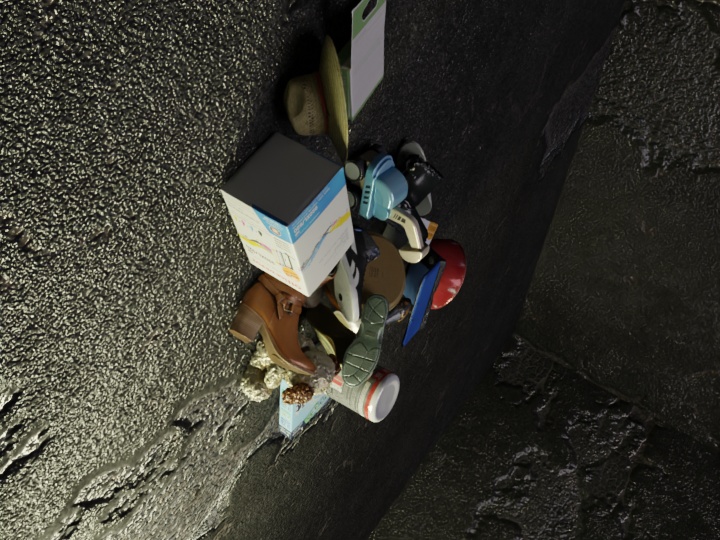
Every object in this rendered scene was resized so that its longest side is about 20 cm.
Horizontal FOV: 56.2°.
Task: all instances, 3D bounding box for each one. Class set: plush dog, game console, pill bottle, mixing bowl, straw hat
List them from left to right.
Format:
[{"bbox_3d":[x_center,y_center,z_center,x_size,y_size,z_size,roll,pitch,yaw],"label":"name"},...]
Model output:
[{"bbox_3d":[-0.127,0.187,1.375,0.199,0.170,0.162,-36,146,-45],"label":"plush dog"},{"bbox_3d":[-0.078,-0.263,1.074,0.084,0.203,0.203,-10,141,-8],"label":"straw hat"},{"bbox_3d":[-0.019,0.250,1.535,0.116,0.198,0.117,-40,142,-40],"label":"pill bottle"},{"bbox_3d":[0.121,0.050,1.627,0.117,0.171,0.203,-5,124,-34],"label":"game console"},{"bbox_3d":[0.182,-0.007,1.848,0.107,0.200,0.203,20,99,-33],"label":"mixing bowl"}]

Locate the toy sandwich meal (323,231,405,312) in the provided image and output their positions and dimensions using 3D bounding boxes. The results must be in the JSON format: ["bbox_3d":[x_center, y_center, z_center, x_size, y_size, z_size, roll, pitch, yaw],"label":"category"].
[{"bbox_3d":[0.009,0.013,1.495,0.206,0.206,0.070,-48,-166,-29],"label":"toy sandwich meal"}]

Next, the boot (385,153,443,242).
[{"bbox_3d":[0.129,-0.164,1.554,0.197,0.074,0.163,31,106,-36],"label":"boot"}]

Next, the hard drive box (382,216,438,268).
[{"bbox_3d":[0.106,-0.052,1.734,0.203,0.076,0.155,-65,157,8],"label":"hard drive box"}]

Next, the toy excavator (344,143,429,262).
[{"bbox_3d":[0.061,-0.133,1.384,0.100,0.198,0.197,-37,147,-44],"label":"toy excavator"}]

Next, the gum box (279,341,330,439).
[{"bbox_3d":[-0.129,0.288,1.651,0.170,0.044,0.202,-41,149,-41],"label":"gum box"}]

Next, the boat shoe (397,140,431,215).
[{"bbox_3d":[0.128,-0.227,1.600,0.072,0.069,0.203,-88,165,-49],"label":"boat shoe"}]

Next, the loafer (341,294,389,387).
[{"bbox_3d":[0.018,0.149,1.423,0.063,0.071,0.203,5,105,-79],"label":"loafer"}]

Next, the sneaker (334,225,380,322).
[{"bbox_3d":[0.000,0.000,1.408,0.110,0.204,0.073,-10,174,-31],"label":"sneaker"}]

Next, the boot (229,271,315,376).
[{"bbox_3d":[-0.133,0.094,1.272,0.199,0.073,0.156,39,68,-24],"label":"boot"}]

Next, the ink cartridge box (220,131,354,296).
[{"bbox_3d":[-0.113,-0.089,1.125,0.145,0.146,0.201,-51,155,-24],"label":"ink cartridge box"}]

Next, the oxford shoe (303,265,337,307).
[{"bbox_3d":[-0.088,0.010,1.385,0.070,0.074,0.202,-42,150,-38],"label":"oxford shoe"}]

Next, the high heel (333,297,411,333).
[{"bbox_3d":[0.025,0.099,1.581,0.141,0.199,0.072,-29,109,-27],"label":"high heel"}]

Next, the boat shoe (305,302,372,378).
[{"bbox_3d":[-0.047,0.160,1.480,0.073,0.201,0.063,-42,171,-17],"label":"boat shoe"}]

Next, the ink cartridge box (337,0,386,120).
[{"bbox_3d":[-0.003,-0.378,1.136,0.202,0.047,0.146,88,25,-48],"label":"ink cartridge box"}]
